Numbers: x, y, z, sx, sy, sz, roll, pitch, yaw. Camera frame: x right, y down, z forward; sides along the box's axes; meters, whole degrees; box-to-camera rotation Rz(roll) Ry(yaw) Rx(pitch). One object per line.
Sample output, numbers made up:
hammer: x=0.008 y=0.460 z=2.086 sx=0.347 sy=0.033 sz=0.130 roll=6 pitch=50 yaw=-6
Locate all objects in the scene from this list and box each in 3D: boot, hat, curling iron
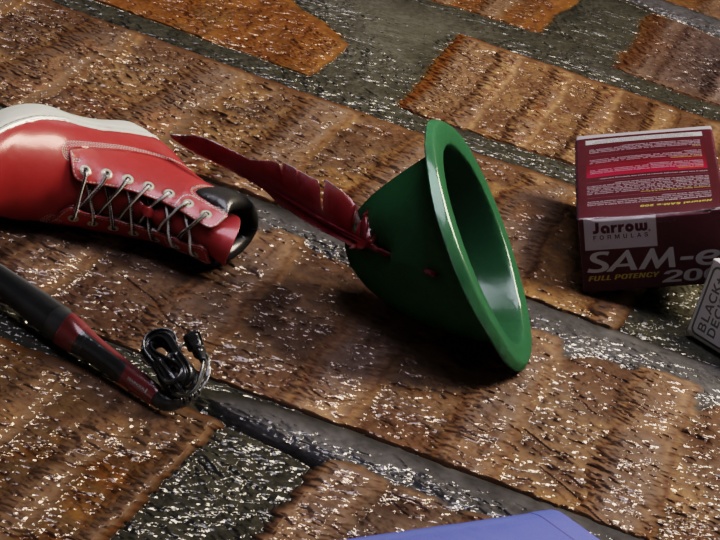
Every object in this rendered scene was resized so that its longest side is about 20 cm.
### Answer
boot: x=-0.160 y=-0.046 z=1.907 sx=0.144 sy=0.073 sz=0.200 roll=33 pitch=21 yaw=33
hat: x=0.000 y=0.000 z=1.944 sx=0.166 sy=0.176 sz=0.200 roll=50 pitch=24 yaw=-54
curling iron: x=-0.166 y=0.031 z=1.748 sx=0.200 sy=0.026 sz=0.050 roll=25 pitch=58 yaw=31

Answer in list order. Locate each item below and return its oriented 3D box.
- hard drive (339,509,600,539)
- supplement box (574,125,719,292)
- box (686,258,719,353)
hard drive: x=0.076 y=0.177 z=1.567 sx=0.200 sy=0.025 sz=0.132 roll=-3 pitch=28 yaw=-44
supplement box: x=0.214 y=-0.047 z=2.176 sx=0.108 sy=0.061 sz=0.200 roll=-4 pitch=19 yaw=6
box: x=0.339 y=0.058 z=2.046 sx=0.116 sy=0.060 sz=0.200 roll=-3 pitch=28 yaw=-44
